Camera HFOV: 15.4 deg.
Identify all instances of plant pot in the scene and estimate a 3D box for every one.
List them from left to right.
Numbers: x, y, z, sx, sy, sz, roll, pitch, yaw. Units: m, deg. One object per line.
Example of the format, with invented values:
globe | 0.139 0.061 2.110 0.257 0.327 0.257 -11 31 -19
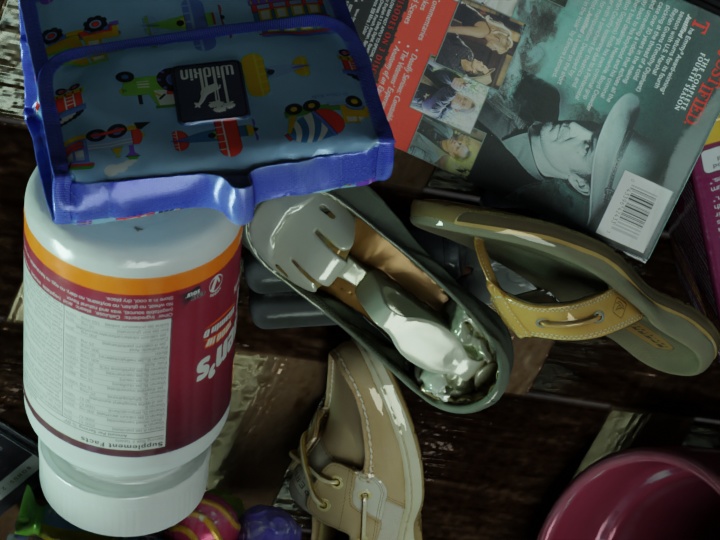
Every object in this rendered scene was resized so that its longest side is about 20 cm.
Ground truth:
plant pot | 0.229 0.205 1.585 0.179 0.200 0.200 4 130 -41

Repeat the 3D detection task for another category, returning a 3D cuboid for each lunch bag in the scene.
lunch bag | -0.074 -0.072 1.215 0.150 0.200 0.094 -7 121 -10

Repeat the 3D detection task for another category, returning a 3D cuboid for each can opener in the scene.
can opener | 0.038 -0.010 1.426 0.200 0.067 0.053 -4 132 2

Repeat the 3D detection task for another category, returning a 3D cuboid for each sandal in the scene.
sandal | 0.106 0.018 1.359 0.200 0.080 0.054 32 74 -34

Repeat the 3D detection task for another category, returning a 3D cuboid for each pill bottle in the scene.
pill bottle | -0.119 0.035 1.365 0.109 0.110 0.200 -6 131 -14

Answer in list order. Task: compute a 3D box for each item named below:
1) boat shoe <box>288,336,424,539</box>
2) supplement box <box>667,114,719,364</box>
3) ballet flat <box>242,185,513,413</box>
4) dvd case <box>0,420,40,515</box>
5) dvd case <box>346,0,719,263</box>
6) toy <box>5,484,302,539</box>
boat shoe | -0.006 0.119 1.500 0.069 0.074 0.200 -17 134 -12
supplement box | 0.230 -0.053 1.409 0.131 0.103 0.200 -18 132 -2
ballet flat | 0.000 0.000 1.356 0.200 0.064 0.067 38 106 -11
dvd case | -0.284 0.103 1.432 0.149 0.016 0.200 -39 131 16
dvd case | 0.078 -0.103 1.304 0.200 0.022 0.146 25 124 5
toy | -0.090 0.143 1.449 0.200 0.115 0.047 7 93 -3
